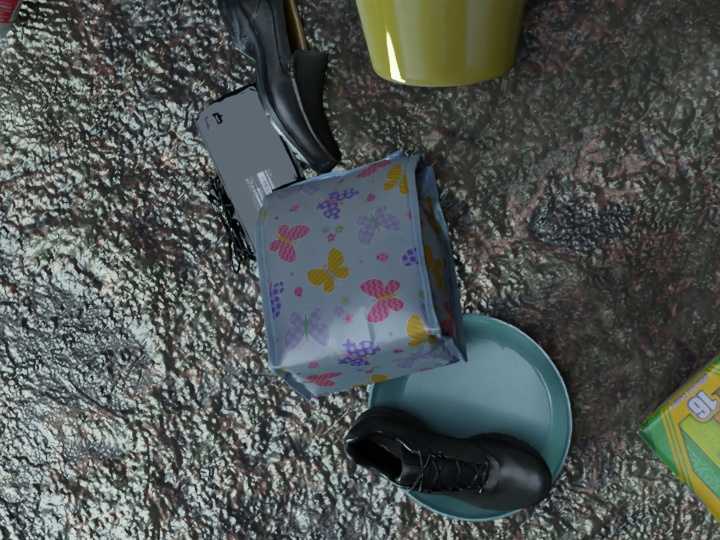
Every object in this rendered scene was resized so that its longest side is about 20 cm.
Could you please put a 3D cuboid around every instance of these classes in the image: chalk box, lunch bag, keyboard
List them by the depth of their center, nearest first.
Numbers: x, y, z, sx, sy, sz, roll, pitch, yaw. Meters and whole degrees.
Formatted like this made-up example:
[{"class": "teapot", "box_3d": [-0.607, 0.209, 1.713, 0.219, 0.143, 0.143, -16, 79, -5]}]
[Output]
[{"class": "chalk box", "box_3d": [0.360, 0.163, 1.422, 0.200, 0.124, 0.124, 47, 109, 8]}, {"class": "lunch bag", "box_3d": [0.000, 0.000, 1.514, 0.169, 0.127, 0.200, -15, 67, 14]}, {"class": "keyboard", "box_3d": [-0.101, -0.077, 1.600, 0.104, 0.040, 0.200, -22, 96, 9]}]

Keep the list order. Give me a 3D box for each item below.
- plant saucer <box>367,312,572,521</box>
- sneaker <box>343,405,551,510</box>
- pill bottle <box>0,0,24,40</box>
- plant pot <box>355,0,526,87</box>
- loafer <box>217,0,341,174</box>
[{"class": "plant saucer", "box_3d": [0.106, 0.137, 1.552, 0.200, 0.036, 0.200, 2, 97, 19]}, {"class": "sneaker", "box_3d": [0.076, 0.183, 1.503, 0.200, 0.091, 0.076, 10, 98, 16]}, {"class": "pill bottle", "box_3d": [-0.360, -0.337, 1.609, 0.112, 0.112, 0.200, 34, 106, 12]}, {"class": "plant pot", "box_3d": [0.071, -0.271, 1.439, 0.201, 0.201, 0.189, 4, 115, 18]}, {"class": "loafer", "box_3d": [-0.063, -0.189, 1.550, 0.072, 0.073, 0.200, -27, 89, 15]}]
